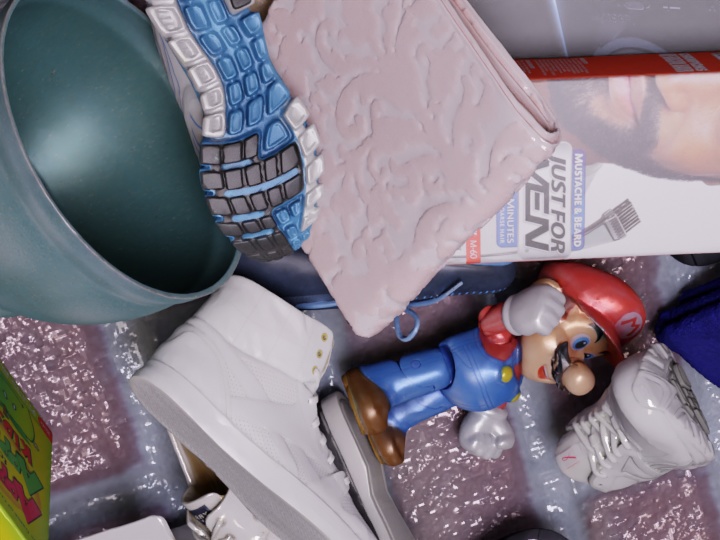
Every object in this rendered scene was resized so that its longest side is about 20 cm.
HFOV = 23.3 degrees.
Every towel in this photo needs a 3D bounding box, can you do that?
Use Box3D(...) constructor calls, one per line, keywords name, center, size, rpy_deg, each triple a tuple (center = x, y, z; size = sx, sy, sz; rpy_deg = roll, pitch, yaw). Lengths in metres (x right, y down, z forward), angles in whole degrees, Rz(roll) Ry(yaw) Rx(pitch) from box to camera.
Box3D(name="towel", center=(0.008, -0.089, 1.009), size=(0.192, 0.032, 0.200), rpy_deg=(58, 136, 16))
Box3D(name="towel", center=(0.312, 0.059, 1.159), size=(0.199, 0.147, 0.050), rpy_deg=(33, 56, -18))

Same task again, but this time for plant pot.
Box3D(name="plant pot", center=(-0.181, -0.051, 1.020), size=(0.134, 0.201, 0.201), rpy_deg=(-26, 111, 28))

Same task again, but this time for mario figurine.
Box3D(name="mario figurine", center=(0.094, 0.069, 1.126), size=(0.199, 0.123, 0.107), rpy_deg=(-26, 93, 4))

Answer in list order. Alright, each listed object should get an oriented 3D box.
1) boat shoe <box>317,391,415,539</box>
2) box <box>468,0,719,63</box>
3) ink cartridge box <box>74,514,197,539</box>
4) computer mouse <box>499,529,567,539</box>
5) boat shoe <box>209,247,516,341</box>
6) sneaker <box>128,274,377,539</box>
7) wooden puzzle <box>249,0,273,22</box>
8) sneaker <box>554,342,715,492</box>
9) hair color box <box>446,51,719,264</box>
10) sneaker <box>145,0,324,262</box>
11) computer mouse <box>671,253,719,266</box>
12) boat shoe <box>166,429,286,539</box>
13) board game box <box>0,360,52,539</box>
Box3D(name="boat shoe", center=(0.001, 0.180, 1.135), size=(0.060, 0.074, 0.201), rpy_deg=(-27, 78, 10))
Box3D(name="box", center=(0.144, -0.109, 1.076), size=(0.198, 0.044, 0.162), rpy_deg=(1, 108, -3))
Box3D(name="ink cartridge box", center=(-0.129, 0.241, 1.150), size=(0.115, 0.067, 0.201), rpy_deg=(-19, 109, 15))
Box3D(name="computer mouse", center=(0.049, 0.231, 1.200), size=(0.140, 0.046, 0.200), rpy_deg=(38, 102, -12))
Box3D(name="boat shoe", center=(0.000, 0.000, 1.120), size=(0.198, 0.084, 0.069), rpy_deg=(5, 114, 7))
Box3D(name="sneaker", center=(-0.034, 0.094, 1.073), size=(0.200, 0.074, 0.116), rpy_deg=(48, 62, -16))
Box3D(name="wooden puzzle", center=(0.025, -0.185, 1.085), size=(0.200, 0.037, 0.185), rpy_deg=(-37, 109, 8))
Box3D(name="sneaker", center=(0.171, 0.107, 1.121), size=(0.099, 0.200, 0.078), rpy_deg=(-23, 70, 7))
Box3D(name="hair color box", center=(0.143, -0.068, 1.033), size=(0.198, 0.064, 0.112), rpy_deg=(-3, 108, -3))
Box3D(name="sneaker", center=(-0.077, -0.104, 1.033), size=(0.074, 0.087, 0.201), rpy_deg=(-19, 100, -10))
Box3D(name="computer mouse", center=(0.171, -0.069, 1.133), size=(0.140, 0.046, 0.201), rpy_deg=(-31, 109, -1))
Box3D(name="boat shoe", center=(-0.083, 0.146, 1.113), size=(0.070, 0.071, 0.201), rpy_deg=(-20, 93, -45))
Box3D(name="board game box", center=(-0.231, 0.108, 1.039), size=(0.047, 0.200, 0.102), rpy_deg=(-31, 109, 1))
